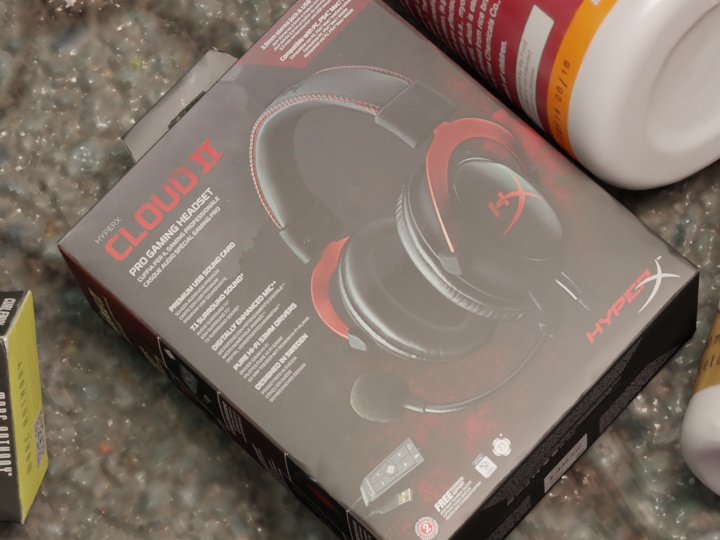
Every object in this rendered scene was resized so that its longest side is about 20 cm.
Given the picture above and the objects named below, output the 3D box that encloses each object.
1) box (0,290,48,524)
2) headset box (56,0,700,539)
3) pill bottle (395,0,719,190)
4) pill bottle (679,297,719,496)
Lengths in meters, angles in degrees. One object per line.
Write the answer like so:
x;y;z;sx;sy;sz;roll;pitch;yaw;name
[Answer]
-0.216;0.050;1.020;0.198;0.050;0.076;-2;111;4;box
0.000;0.000;1.020;0.200;0.075;0.149;42;79;17;headset box
0.062;-0.128;1.030;0.113;0.113;0.200;-41;58;-10;pill bottle
0.190;-0.011;0.986;0.114;0.114;0.201;15;72;10;pill bottle
